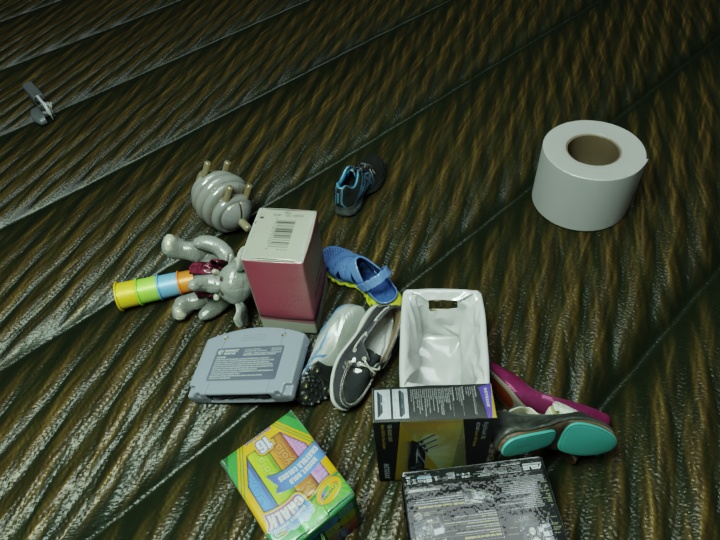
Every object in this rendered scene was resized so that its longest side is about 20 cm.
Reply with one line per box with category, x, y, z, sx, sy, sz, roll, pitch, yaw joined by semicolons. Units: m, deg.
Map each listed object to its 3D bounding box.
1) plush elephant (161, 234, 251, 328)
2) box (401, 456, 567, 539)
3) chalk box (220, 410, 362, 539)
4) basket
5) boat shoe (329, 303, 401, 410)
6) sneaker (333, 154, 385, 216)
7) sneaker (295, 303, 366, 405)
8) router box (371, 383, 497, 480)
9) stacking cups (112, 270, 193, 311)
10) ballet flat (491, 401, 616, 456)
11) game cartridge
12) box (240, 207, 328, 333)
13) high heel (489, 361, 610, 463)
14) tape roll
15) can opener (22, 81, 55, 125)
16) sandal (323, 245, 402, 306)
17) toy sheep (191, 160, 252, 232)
plush elephant;-0.259;0.019;0.994;0.199;0.166;0.155;-1;7;-20
box;0.163;0.353;0.720;0.199;0.086;0.164;-7;49;-1
chalk box;-0.080;0.323;0.745;0.124;0.125;0.200;-33;55;-21
basket;0.133;0.143;0.882;0.135;0.124;0.201;1;48;7
boat shoe;0.015;0.142;0.910;0.060;0.074;0.200;-15;37;54
sneaker;0.002;-0.211;1.230;0.073;0.082;0.200;15;51;19
sneaker;-0.055;0.146;0.944;0.072;0.072;0.200;-12;40;56
router box;0.098;0.231;0.757;0.156;0.200;0.052;-4;49;3
stacking cups;-0.379;0.028;1.069;0.199;0.061;0.061;-13;49;-6
ballet flat;0.269;0.219;0.766;0.199;0.068;0.069;7;32;-20
game cartridge;-0.188;0.160;0.927;0.199;0.042;0.134;-6;43;20
box;-0.129;0.004;0.975;0.108;0.200;0.128;3;49;8
high heel;0.290;0.201;0.857;0.096;0.068;0.200;-37;68;-20
tape roll;0.474;-0.201;1.139;0.202;0.140;0.203;-2;49;2
can opener;-0.948;-0.494;1.582;0.066;0.053;0.200;-31;53;-20
sandal;0.000;0.000;1.044;0.200;0.087;0.079;31;60;30
toy sheep;-0.297;-0.153;1.175;0.138;0.138;0.200;-30;59;-20
